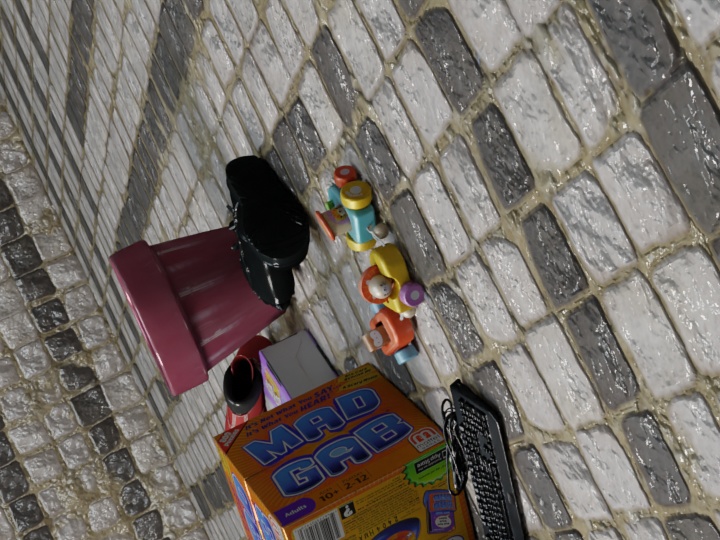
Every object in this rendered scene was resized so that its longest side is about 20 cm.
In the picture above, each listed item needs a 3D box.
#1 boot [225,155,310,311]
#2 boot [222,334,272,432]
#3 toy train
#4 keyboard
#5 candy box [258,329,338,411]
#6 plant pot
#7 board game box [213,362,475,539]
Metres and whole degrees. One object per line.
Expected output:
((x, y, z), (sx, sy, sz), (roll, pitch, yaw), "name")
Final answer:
((-0.104, -0.022, 1.668), (0.199, 0.073, 0.163), (-121, 19, -45), "boot")
((-0.146, 0.133, 1.922), (0.201, 0.072, 0.145), (-85, -3, -46), "boot")
((0.000, 0.000, 1.411), (0.201, 0.055, 0.150), (64, 163, 4), "toy train")
((0.111, 0.202, 1.380), (0.104, 0.039, 0.201), (38, 147, 56), "keyboard")
((-0.056, 0.204, 1.832), (0.168, 0.071, 0.201), (54, 159, 33), "candy box")
((-0.200, 0.033, 1.828), (0.201, 0.178, 0.200), (61, 170, 19), "plant pot")
((-0.012, 0.261, 1.555), (0.200, 0.199, 0.201), (38, 148, 56), "board game box")
